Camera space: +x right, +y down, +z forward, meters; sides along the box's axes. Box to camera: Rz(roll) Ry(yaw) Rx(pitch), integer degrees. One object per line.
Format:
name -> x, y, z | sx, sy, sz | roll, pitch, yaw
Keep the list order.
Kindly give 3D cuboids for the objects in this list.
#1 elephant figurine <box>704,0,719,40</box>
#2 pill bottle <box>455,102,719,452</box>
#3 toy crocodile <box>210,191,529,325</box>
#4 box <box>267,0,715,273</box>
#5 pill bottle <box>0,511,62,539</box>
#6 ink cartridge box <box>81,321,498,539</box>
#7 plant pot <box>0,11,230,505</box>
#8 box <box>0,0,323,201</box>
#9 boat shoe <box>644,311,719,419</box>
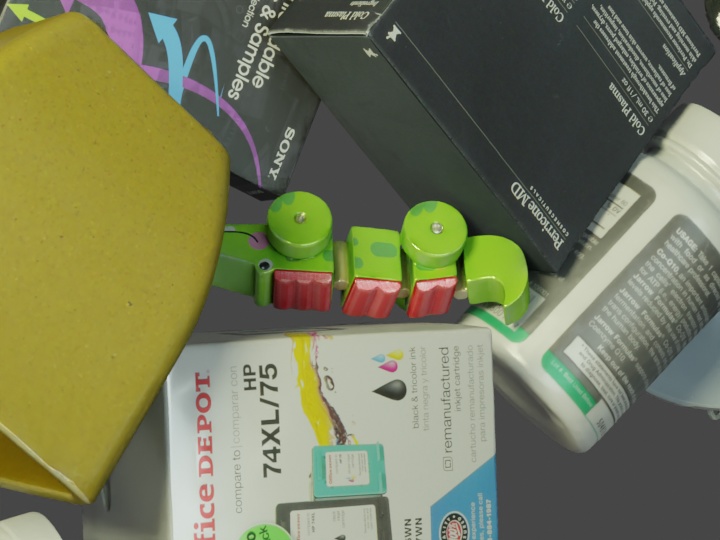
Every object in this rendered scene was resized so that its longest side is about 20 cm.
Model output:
elephant figurine -> 0.291, -0.179, 1.554 | 0.141, 0.155, 0.201 | -35, 96, 12
pill bottle -> 0.161, 0.002, 1.467 | 0.200, 0.113, 0.113 | -45, 109, -8
toy crocodile -> 0.000, 0.000, 1.405 | 0.198, 0.068, 0.062 | 3, 56, -7
box -> 0.080, -0.134, 1.426 | 0.200, 0.104, 0.182 | 50, 66, -28
pill bottle -> -0.249, 0.200, 1.279 | 0.199, 0.116, 0.117 | -16, 97, -25
ink cartridge box -> -0.043, 0.107, 1.363 | 0.198, 0.146, 0.148 | -3, 91, -26
plant pot -> -0.182, -0.021, 1.269 | 0.194, 0.195, 0.200 | 43, 71, -20
box -> -0.106, -0.145, 1.393 | 0.199, 0.036, 0.144 | 26, 79, -26
boat shoe -> 0.248, 0.058, 1.550 | 0.200, 0.086, 0.075 | 6, 81, 3
